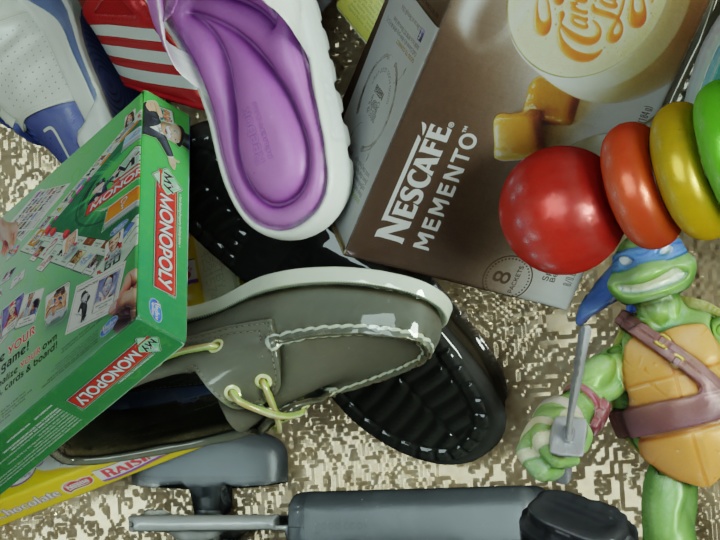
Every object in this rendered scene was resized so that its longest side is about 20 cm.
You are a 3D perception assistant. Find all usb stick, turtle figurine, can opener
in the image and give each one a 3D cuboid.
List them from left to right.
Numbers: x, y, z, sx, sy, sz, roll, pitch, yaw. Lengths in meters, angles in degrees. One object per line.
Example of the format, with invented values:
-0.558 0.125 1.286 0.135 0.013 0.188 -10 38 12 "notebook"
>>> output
-0.012 0.100 1.350 0.200 0.053 0.067 -3 85 16 "can opener"
0.097 0.174 1.256 0.055 0.200 0.033 21 47 29 "usb stick"
0.148 0.084 1.240 0.144 0.200 0.194 -21 101 -27 "turtle figurine"

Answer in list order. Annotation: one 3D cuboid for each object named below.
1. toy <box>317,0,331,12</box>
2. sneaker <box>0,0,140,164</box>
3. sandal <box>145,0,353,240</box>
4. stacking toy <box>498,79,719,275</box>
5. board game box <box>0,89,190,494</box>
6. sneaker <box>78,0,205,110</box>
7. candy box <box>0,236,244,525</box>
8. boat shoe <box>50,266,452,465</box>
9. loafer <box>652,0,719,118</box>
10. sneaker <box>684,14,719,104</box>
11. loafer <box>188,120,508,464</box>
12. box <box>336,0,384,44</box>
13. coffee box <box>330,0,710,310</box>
-0.030 -0.184 1.385 0.115 0.047 0.200 45 104 12 "toy"
-0.179 -0.101 1.413 0.115 0.081 0.199 -38 69 15 "sneaker"
-0.059 -0.110 1.268 0.082 0.050 0.203 -32 76 28 "sandal"
0.150 -0.043 1.204 0.200 0.085 0.085 -19 80 20 "stacking toy"
-0.148 0.026 1.318 0.200 0.029 0.135 -38 37 34 "board game box"
-0.037 -0.141 1.333 0.200 0.078 0.116 -23 91 31 "sneaker"
-0.139 0.058 1.390 0.200 0.026 0.102 -22 53 15 "candy box"
-0.052 0.045 1.295 0.202 0.072 0.060 -11 54 28 "boat shoe"
0.169 -0.138 1.299 0.068 0.076 0.200 31 93 54 "loafer"
0.206 -0.102 1.241 0.200 0.071 0.080 -60 32 7 "sneaker"
0.000 0.000 1.346 0.200 0.071 0.073 49 127 -1 "loafer"
0.085 -0.164 1.333 0.200 0.075 0.050 -41 75 9 "box"
0.069 -0.096 1.271 0.114 0.080 0.200 15 113 -21 "coffee box"
